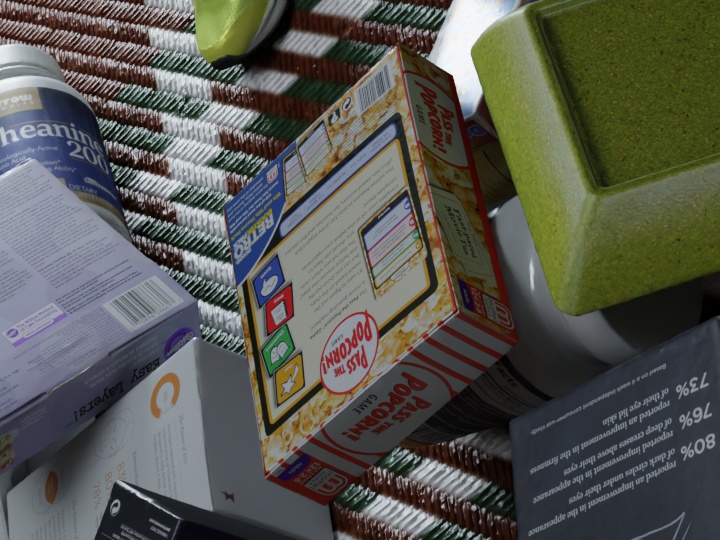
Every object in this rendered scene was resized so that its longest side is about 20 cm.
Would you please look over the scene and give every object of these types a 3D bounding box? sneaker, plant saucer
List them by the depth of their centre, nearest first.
[{"bbox_3d":[0.167,-0.091,1.332,0.198,0.048,0.201,-17,50,2],"label":"plant saucer"},{"bbox_3d":[-0.099,-0.233,1.799,0.078,0.090,0.201,-20,58,43],"label":"sneaker"}]

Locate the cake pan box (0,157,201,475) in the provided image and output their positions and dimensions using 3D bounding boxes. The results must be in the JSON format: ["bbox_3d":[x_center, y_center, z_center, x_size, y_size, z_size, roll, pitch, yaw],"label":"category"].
[{"bbox_3d":[-0.225,0.029,1.658,0.184,0.200,0.052,38,148,32],"label":"cake pan box"}]

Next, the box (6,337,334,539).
[{"bbox_3d":[-0.121,0.154,1.621,0.200,0.097,0.125,-39,45,34],"label":"box"}]

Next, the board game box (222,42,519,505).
[{"bbox_3d":[0.000,0.000,1.393,0.151,0.046,0.201,-41,39,29],"label":"board game box"}]

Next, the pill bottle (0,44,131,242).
[{"bbox_3d":[-0.232,-0.066,1.862,0.111,0.111,0.201,-47,41,26],"label":"pill bottle"}]

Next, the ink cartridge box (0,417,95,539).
[{"bbox_3d":[-0.259,0.078,1.760,0.200,0.084,0.145,39,145,41],"label":"ink cartridge box"}]

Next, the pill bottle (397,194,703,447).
[{"bbox_3d":[0.080,0.023,1.418,0.199,0.116,0.117,-20,57,45],"label":"pill bottle"}]

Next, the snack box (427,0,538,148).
[{"bbox_3d":[0.080,-0.152,1.510,0.072,0.024,0.201,-17,43,49],"label":"snack box"}]

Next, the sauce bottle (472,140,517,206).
[{"bbox_3d":[0.056,-0.056,1.534,0.200,0.064,0.065,-31,50,39],"label":"sauce bottle"}]

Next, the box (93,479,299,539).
[{"bbox_3d":[-0.063,0.214,1.430,0.079,0.199,0.142,23,91,53],"label":"box"}]

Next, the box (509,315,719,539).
[{"bbox_3d":[0.162,0.147,1.261,0.148,0.104,0.201,-29,51,40],"label":"box"}]
